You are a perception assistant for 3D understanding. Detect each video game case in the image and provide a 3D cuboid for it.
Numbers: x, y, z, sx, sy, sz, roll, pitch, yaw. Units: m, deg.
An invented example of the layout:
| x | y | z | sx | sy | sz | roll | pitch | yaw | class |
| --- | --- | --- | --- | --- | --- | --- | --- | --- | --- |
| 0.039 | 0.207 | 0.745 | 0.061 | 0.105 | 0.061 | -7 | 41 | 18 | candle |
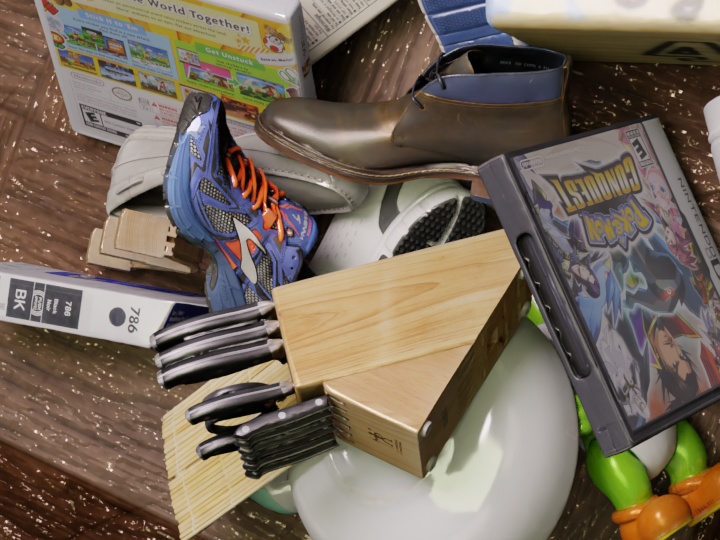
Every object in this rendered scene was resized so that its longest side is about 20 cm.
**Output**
| x | y | z | sx | sy | sz | roll | pitch | yaw | class |
| --- | --- | --- | --- | --- | --- | --- | --- | --- | --- |
| -0.121 | -0.134 | 1.396 | 0.199 | 0.182 | 0.023 | 18 | 56 | 20 | video game case |
| 0.164 | 0.003 | 1.261 | 0.025 | 0.200 | 0.181 | -26 | 85 | 35 | video game case |

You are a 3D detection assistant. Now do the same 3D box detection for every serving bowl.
| x | y | z | sx | sy | sz | roll | pitch | yaw | class |
| --- | --- | --- | --- | --- | --- | --- | --- | --- | --- |
| 0.031 | 0.102 | 1.286 | 0.199 | 0.066 | 0.201 | -9 | 73 | 32 | serving bowl |

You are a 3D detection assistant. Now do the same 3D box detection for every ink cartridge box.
| x | y | z | sx | sy | sz | roll | pitch | yaw | class |
| --- | --- | --- | --- | --- | --- | --- | --- | --- | --- |
| -0.173 | 0.026 | 1.440 | 0.199 | 0.099 | 0.039 | 8 | 92 | 21 | ink cartridge box |

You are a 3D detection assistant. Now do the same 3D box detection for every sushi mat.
| x | y | z | sx | sy | sz | roll | pitch | yaw | class |
| --- | --- | --- | --- | --- | --- | --- | --- | --- | --- |
| -0.063 | 0.091 | 1.324 | 0.200 | 0.012 | 0.096 | -38 | 52 | 39 | sushi mat |

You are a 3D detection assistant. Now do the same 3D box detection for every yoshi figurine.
| x | y | z | sx | sy | sz | roll | pitch | yaw | class |
| --- | --- | --- | --- | --- | --- | --- | --- | --- | --- |
| 0.166 | 0.066 | 1.318 | 0.112 | 0.112 | 0.200 | -33 | 77 | 8 | yoshi figurine |

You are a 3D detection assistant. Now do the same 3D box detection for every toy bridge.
| x | y | z | sx | sy | sz | roll | pitch | yaw | class |
| --- | --- | --- | --- | --- | --- | --- | --- | --- | --- |
| -0.139 | -0.015 | 1.390 | 0.067 | 0.200 | 0.027 | 12 | 85 | -12 | toy bridge |

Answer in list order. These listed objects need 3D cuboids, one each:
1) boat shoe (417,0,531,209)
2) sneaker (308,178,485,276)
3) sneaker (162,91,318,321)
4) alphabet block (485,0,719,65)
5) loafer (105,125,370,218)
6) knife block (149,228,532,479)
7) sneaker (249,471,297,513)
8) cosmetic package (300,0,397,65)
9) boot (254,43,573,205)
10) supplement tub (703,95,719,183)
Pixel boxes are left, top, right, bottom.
| x | y | z | sx | sy | sz | roll | pitch | yaw | class |
| --- | --- | --- | --- | --- | --- | --- | --- | --- | --- |
| 0.090 | -0.134 | 1.350 | 0.072 | 0.072 | 0.201 | -5 | 118 | 20 | boat shoe |
| 0.000 | 0.000 | 1.404 | 0.200 | 0.074 | 0.080 | -45 | 47 | 18 | sneaker |
| -0.067 | -0.034 | 1.312 | 0.078 | 0.200 | 0.076 | -5 | 46 | 14 | sneaker |
| 0.199 | -0.226 | 1.259 | 0.199 | 0.196 | 0.196 | 3 | 92 | 20 | alphabet block |
| -0.083 | -0.052 | 1.385 | 0.199 | 0.070 | 0.070 | 4 | 60 | 37 | loafer |
| -0.015 | 0.036 | 1.227 | 0.175 | 0.064 | 0.200 | 26 | 65 | 18 | knife block |
| -0.004 | 0.106 | 1.396 | 0.199 | 0.078 | 0.140 | 28 | 97 | 8 | sneaker |
| -0.017 | -0.218 | 1.380 | 0.200 | 0.071 | 0.105 | -34 | 116 | 16 | cosmetic package |
| 0.037 | -0.105 | 1.299 | 0.199 | 0.075 | 0.097 | 10 | 121 | -1 | boot |
| 0.292 | -0.020 | 1.256 | 0.131 | 0.132 | 0.201 | -16 | 83 | 19 | supplement tub |
